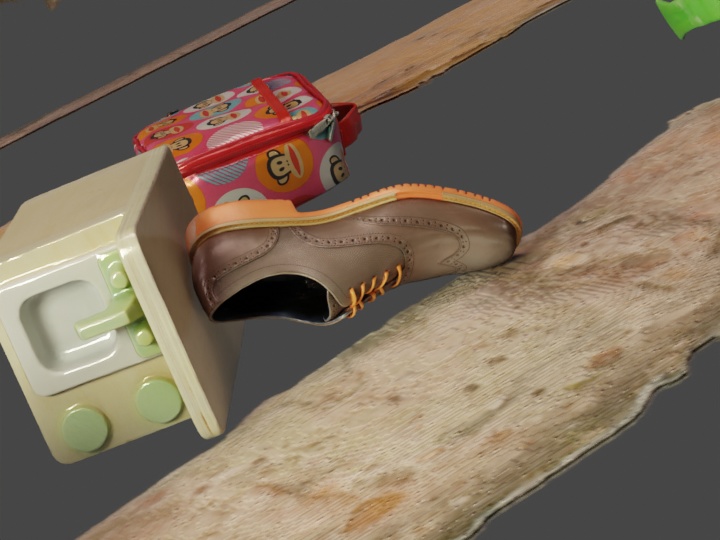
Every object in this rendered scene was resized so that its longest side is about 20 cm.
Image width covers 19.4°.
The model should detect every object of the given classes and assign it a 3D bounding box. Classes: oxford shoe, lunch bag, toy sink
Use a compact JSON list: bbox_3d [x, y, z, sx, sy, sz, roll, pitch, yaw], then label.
[{"bbox_3d":[0.000,0.000,1.234,0.199,0.071,0.073,-6,51,-5],"label":"oxford shoe"},{"bbox_3d":[-0.082,-0.093,1.644,0.175,0.082,0.200,-21,17,-6],"label":"lunch bag"},{"bbox_3d":[-0.148,0.026,1.246,0.112,0.131,0.200,-21,17,7],"label":"toy sink"}]

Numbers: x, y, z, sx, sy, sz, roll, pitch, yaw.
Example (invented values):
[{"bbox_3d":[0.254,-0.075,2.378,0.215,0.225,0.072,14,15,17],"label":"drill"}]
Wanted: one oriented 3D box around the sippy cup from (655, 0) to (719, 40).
[{"bbox_3d":[0.297,-0.232,1.489,0.177,0.140,0.130,0,3,-7],"label":"sippy cup"}]
